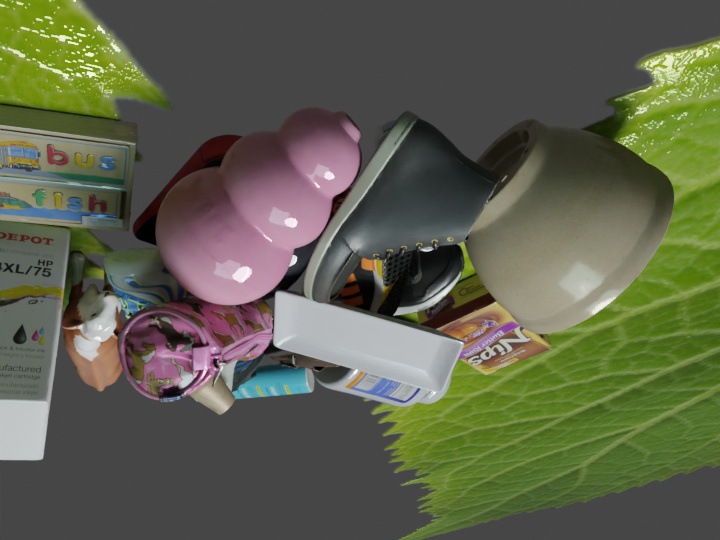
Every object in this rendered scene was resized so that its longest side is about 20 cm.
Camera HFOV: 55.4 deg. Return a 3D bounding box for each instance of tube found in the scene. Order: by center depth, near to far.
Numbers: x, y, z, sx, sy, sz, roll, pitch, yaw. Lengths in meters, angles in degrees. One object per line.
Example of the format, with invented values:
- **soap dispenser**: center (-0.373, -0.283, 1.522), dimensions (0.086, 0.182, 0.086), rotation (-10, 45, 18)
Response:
- **tube**: center (-0.172, 0.172, 1.050), dimensions (0.199, 0.051, 0.078), rotation (-9, 140, 9)

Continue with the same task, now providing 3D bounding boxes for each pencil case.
- **pencil case**: center (-0.144, 0.062, 0.644), dimensions (0.083, 0.087, 0.200), rotation (-34, 179, 9)

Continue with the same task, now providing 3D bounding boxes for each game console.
- **game console**: center (-0.112, -0.055, 0.728), dimensions (0.200, 0.031, 0.177), rotation (21, 139, -38)

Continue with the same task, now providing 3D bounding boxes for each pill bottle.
- **pill bottle**: center (0.036, 0.129, 0.968), dimensions (0.200, 0.112, 0.112), rotation (23, 136, -40)

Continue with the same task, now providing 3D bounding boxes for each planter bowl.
- **planter bowl**: center (0.174, -0.060, 0.664), dimensions (0.135, 0.201, 0.200), rotation (37, 131, -14)

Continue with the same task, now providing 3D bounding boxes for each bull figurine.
- **bull figurine**: center (-0.296, 0.058, 0.766), dimensions (0.065, 0.122, 0.200), rotation (3, 146, -19)

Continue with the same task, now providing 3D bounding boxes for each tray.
- **tray**: center (0.005, 0.072, 0.736), dimensions (0.199, 0.022, 0.108), rotation (15, 140, 3)

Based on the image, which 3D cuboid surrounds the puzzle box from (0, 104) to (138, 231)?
- **puzzle box**: center (-0.308, -0.092, 0.622), dimensions (0.199, 0.026, 0.133), rotation (4, 144, -19)

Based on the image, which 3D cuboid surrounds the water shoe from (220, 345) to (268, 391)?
- **water shoe**: center (-0.165, 0.094, 0.924), dimensions (0.079, 0.072, 0.200), rotation (-24, 155, -35)

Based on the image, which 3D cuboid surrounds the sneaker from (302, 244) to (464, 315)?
- **sneaker**: center (0.024, 0.009, 0.819), dimensions (0.199, 0.076, 0.088), rotation (-23, 139, 21)

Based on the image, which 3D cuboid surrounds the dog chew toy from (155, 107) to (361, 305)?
- **dog chew toy**: center (-0.081, -0.061, 0.594), dimensions (0.200, 0.125, 0.124), rotation (-39, 139, 13)

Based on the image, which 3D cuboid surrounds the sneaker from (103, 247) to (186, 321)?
- **sneaker**: center (-0.203, 0.032, 0.682), dimensions (0.075, 0.106, 0.200), rotation (-5, 180, -6)

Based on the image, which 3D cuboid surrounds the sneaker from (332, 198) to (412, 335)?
- **sneaker**: center (0.000, 0.000, 0.746), dimensions (0.090, 0.070, 0.200), rotation (32, 146, 17)

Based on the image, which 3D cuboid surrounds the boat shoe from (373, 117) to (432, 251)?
- **boat shoe**: center (0.060, -0.068, 0.708), dimensions (0.072, 0.069, 0.200), rotation (-10, 147, 2)

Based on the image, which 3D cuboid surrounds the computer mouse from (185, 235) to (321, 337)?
- **computer mouse**: center (-0.095, 0.022, 0.757), dimensions (0.140, 0.046, 0.200), rotation (34, 130, -30)

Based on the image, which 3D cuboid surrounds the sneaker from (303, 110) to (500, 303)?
- **sneaker**: center (0.030, -0.028, 0.606), dimensions (0.106, 0.075, 0.200), rotation (35, 119, 4)

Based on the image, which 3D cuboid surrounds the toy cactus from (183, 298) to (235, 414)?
- **toy cactus**: center (-0.231, 0.124, 0.876), dimensions (0.200, 0.102, 0.165), rotation (-30, 110, 39)

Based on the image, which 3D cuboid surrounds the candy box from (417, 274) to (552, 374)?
- **candy box**: center (0.181, 0.081, 0.981), dimensions (0.116, 0.057, 0.200), rotation (-27, 144, 25)

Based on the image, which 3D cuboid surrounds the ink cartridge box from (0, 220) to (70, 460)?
- **ink cartridge box**: center (-0.382, 0.067, 0.687), dimensions (0.146, 0.201, 0.146), rotation (7, 143, -23)

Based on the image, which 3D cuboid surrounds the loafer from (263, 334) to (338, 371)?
- **loafer**: center (-0.066, 0.102, 0.871), dimensions (0.071, 0.073, 0.200), rotation (46, 161, -10)
